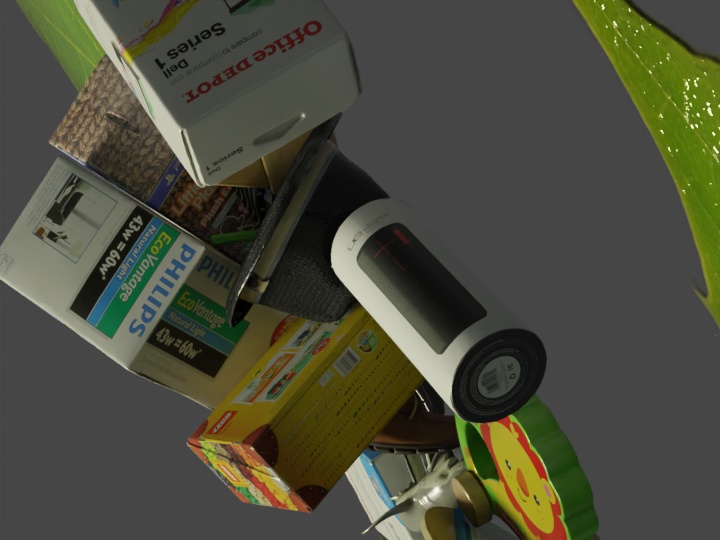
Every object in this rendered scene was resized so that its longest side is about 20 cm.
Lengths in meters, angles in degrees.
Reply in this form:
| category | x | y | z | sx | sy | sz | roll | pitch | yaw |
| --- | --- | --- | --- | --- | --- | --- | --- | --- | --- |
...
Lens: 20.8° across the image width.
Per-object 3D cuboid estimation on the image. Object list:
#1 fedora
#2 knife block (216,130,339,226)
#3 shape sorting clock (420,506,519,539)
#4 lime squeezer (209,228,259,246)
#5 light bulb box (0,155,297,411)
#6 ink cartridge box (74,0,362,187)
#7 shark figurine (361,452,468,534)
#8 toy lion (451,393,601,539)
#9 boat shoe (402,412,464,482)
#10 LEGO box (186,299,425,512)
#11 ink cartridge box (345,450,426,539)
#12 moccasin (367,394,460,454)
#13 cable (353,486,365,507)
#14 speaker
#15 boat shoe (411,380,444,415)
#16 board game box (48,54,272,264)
| category | x | y | z | sx | sy | sz | roll | pitch | yaw |
| --- | --- | --- | --- | --- | --- | --- | --- | --- | --- |
| fedora | -0.031 | -0.025 | 1.575 | 0.091 | 0.201 | 0.201 | 28 | 169 | -1 |
| knife block | -0.055 | -0.124 | 1.652 | 0.064 | 0.175 | 0.200 | 52 | 123 | 30 |
| shape sorting clock | 0.131 | 0.266 | 1.638 | 0.199 | 0.039 | 0.200 | 31 | -168 | -7 |
| lime squeezer | -0.049 | -0.035 | 1.760 | 0.200 | 0.070 | 0.038 | 2 | -90 | -56 |
| light bulb box | -0.182 | 0.021 | 1.737 | 0.200 | 0.125 | 0.198 | 31 | 178 | 35 |
| ink cartridge box | -0.112 | -0.183 | 1.456 | 0.200 | 0.144 | 0.084 | 54 | 170 | 27 |
| shark figurine | 0.072 | 0.223 | 1.789 | 0.090 | 0.128 | 0.214 | 50 | 177 | 3 |
| toy lion | 0.129 | 0.159 | 1.551 | 0.200 | 0.068 | 0.192 | 47 | 158 | 52 |
| boat shoe | 0.056 | 0.162 | 1.903 | 0.201 | 0.060 | 0.076 | 61 | 168 | -13 |
| LEGO box | -0.031 | 0.097 | 1.619 | 0.077 | 0.200 | 0.149 | 47 | 160 | -15 |
| ink cartridge box | 0.047 | 0.219 | 2.051 | 0.147 | 0.086 | 0.200 | 62 | 171 | -14 |
| moccasin | 0.006 | 0.120 | 1.742 | 0.074 | 0.200 | 0.078 | 147 | 133 | -82 |
| cable | 0.063 | 0.315 | 2.469 | 0.200 | 0.050 | 0.097 | 44 | 150 | 14 |
| speaker | 0.054 | 0.026 | 1.447 | 0.200 | 0.081 | 0.081 | 49 | 166 | 49 |
| boat shoe | 0.005 | 0.076 | 1.811 | 0.200 | 0.067 | 0.057 | 46 | -167 | -10 |
| board game box | -0.155 | -0.090 | 1.803 | 0.159 | 0.097 | 0.200 | 30 | 177 | 42 |
